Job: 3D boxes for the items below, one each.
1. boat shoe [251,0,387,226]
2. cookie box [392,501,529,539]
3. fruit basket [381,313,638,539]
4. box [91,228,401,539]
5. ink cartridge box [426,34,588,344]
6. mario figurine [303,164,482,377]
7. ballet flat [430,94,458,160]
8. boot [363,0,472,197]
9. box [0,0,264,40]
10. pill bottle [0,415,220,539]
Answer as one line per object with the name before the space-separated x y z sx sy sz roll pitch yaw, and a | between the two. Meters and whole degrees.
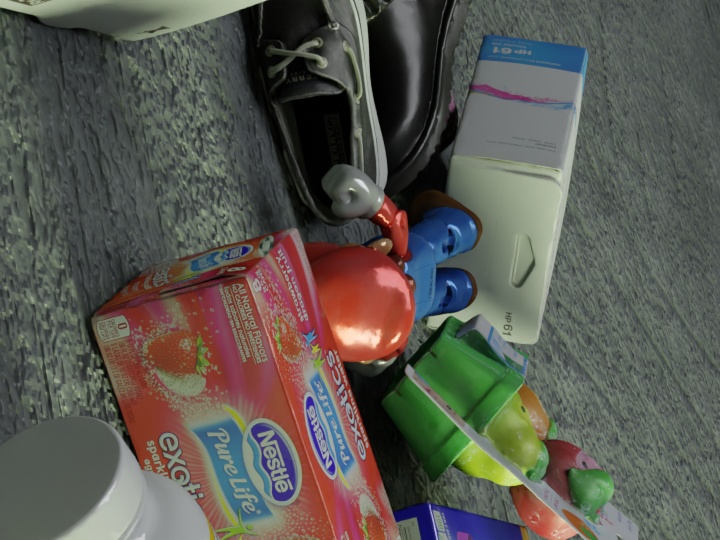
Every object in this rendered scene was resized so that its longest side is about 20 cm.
boat shoe | -0.028 -0.127 1.861 0.064 0.070 0.201 -45 121 -71
cookie box | 0.059 0.241 1.825 0.200 0.075 0.172 25 52 -69
fruit basket | 0.111 0.115 1.913 0.200 0.094 0.185 36 8 1
box | -0.057 0.091 1.561 0.100 0.095 0.201 -45 119 -68
ink cartridge box | 0.107 -0.060 2.108 0.200 0.084 0.145 -75 172 -59
mario figurine | 0.000 0.000 1.838 0.124 0.106 0.200 63 26 4
ballet flat | 0.016 -0.165 2.042 0.071 0.069 0.201 -45 121 -59
boot | -0.009 -0.167 1.926 0.158 0.079 0.212 37 59 -43
box | -0.089 -0.216 1.538 0.199 0.199 0.131 5 70 -71
pill bottle | -0.103 0.165 1.338 0.113 0.112 0.200 -83 151 -49
